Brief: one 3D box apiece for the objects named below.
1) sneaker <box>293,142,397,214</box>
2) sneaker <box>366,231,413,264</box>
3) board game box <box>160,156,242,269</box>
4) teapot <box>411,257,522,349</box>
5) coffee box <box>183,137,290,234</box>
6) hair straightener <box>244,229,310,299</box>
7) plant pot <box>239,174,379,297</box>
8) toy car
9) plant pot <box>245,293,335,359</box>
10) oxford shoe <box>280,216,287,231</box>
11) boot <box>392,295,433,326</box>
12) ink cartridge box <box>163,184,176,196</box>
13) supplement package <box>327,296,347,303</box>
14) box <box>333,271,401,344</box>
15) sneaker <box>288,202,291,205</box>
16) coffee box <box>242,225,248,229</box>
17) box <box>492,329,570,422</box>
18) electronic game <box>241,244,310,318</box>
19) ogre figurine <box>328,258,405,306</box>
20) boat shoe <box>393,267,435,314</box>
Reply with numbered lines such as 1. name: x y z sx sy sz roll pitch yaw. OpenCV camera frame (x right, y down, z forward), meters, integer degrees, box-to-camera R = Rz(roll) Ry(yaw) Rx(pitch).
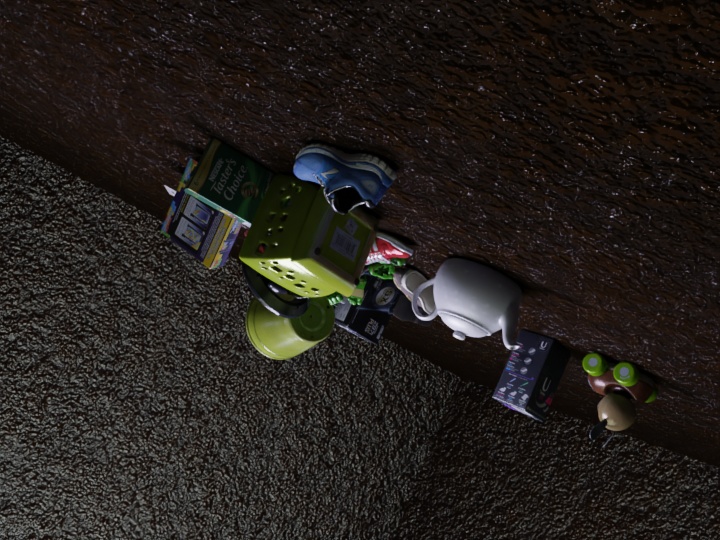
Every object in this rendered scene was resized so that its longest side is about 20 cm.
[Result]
1. sneaker: -0.041 -0.142 1.018 0.199 0.089 0.078 17 167 42
2. sneaker: 0.017 -0.031 1.413 0.199 0.113 0.071 19 169 36
3. board game box: -0.349 -0.132 1.470 0.165 0.201 0.057 35 -160 15
4. teapot: 0.226 0.073 1.340 0.197 0.147 0.200 27 172 -7
5. coffee box: -0.245 -0.168 1.323 0.200 0.123 0.044 31 169 -24
6. hair straightener: -0.164 -0.023 1.400 0.200 0.077 0.041 53 149 -6
7. plant pot: -0.088 -0.062 1.291 0.181 0.200 0.200 7 160 45
8. toy car: 0.611 0.329 1.577 0.157 0.201 0.164 15 166 48
9. plant pot: -0.163 0.124 1.640 0.200 0.201 0.193 29 159 -25
10. oxford shoe: -0.209 -0.124 1.421 0.072 0.071 0.200 -7 128 44
11. boot: 0.145 0.125 2.111 0.200 0.074 0.075 28 -179 -30
12. ink cartridge box: -0.425 -0.205 1.763 0.199 0.068 0.117 25 172 -6
13. supplement package: -0.118 -0.032 1.648 0.199 0.152 0.151 17 167 43
14. box: 0.018 0.076 1.737 0.086 0.201 0.164 19 169 37
15. sneaker: -0.154 -0.114 1.505 0.199 0.081 0.074 18 169 37
16. coffee box: -0.282 -0.162 1.582 0.114 0.080 0.200 22 170 20
17. box: 0.453 0.277 1.702 0.106 0.201 0.122 16 167 45
18. electronic game: -0.186 0.016 1.442 0.042 0.201 0.200 -34 133 28
19. ogre figurine: 0.000 0.000 1.513 0.098 0.200 0.120 41 -177 -35
20. boat shoe: 0.152 0.052 1.669 0.059 0.072 0.200 25 169 45
